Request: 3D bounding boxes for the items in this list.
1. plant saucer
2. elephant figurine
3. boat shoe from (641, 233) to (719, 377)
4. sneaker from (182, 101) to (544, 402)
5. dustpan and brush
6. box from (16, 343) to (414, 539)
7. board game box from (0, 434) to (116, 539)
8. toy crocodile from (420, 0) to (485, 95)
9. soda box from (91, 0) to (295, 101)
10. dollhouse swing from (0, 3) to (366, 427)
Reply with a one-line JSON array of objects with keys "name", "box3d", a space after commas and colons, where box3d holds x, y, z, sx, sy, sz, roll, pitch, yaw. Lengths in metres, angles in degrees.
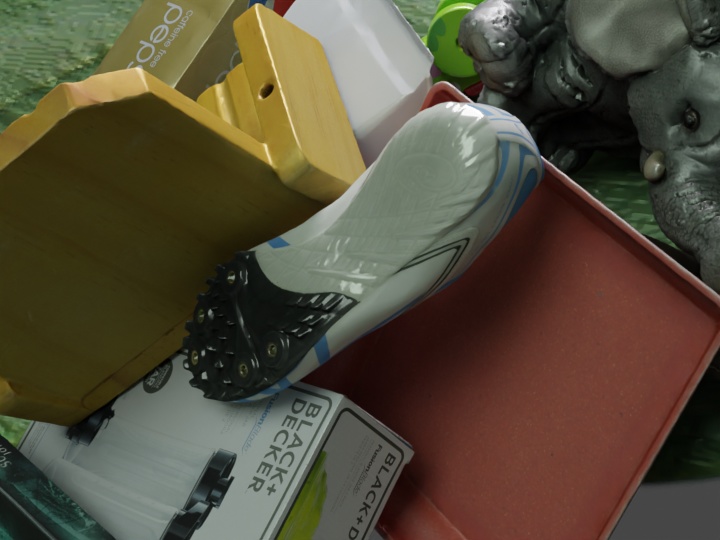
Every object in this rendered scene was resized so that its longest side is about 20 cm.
[{"name": "plant saucer", "box3d": [0.064, 0.047, 0.757, 0.200, 0.037, 0.200, 44, 118, 39]}, {"name": "elephant figurine", "box3d": [0.151, -0.090, 0.752, 0.141, 0.156, 0.200, -22, 22, -26]}, {"name": "boat shoe", "box3d": [0.122, 0.020, 0.779, 0.202, 0.075, 0.075, 33, 106, 39]}, {"name": "sneaker", "box3d": [0.000, 0.000, 0.734, 0.200, 0.072, 0.072, -37, 59, 26]}, {"name": "dustpan and brush", "box3d": [-0.038, -0.061, 0.885, 0.200, 0.057, 0.140, -44, 41, 13]}, {"name": "box", "box3d": [-0.083, 0.101, 0.805, 0.200, 0.060, 0.117, 15, 70, 45]}, {"name": "board game box", "box3d": [-0.156, 0.164, 0.796, 0.028, 0.136, 0.200, -19, 38, -40]}, {"name": "toy crocodile", "box3d": [0.094, -0.139, 0.889, 0.199, 0.062, 0.068, -30, 13, 10]}, {"name": "soda box", "box3d": [-0.091, -0.134, 0.970, 0.064, 0.068, 0.200, 23, 74, 34]}, {"name": "dollhouse swing", "box3d": [-0.130, -0.050, 0.777, 0.200, 0.176, 0.182, -36, 43, 18]}]
